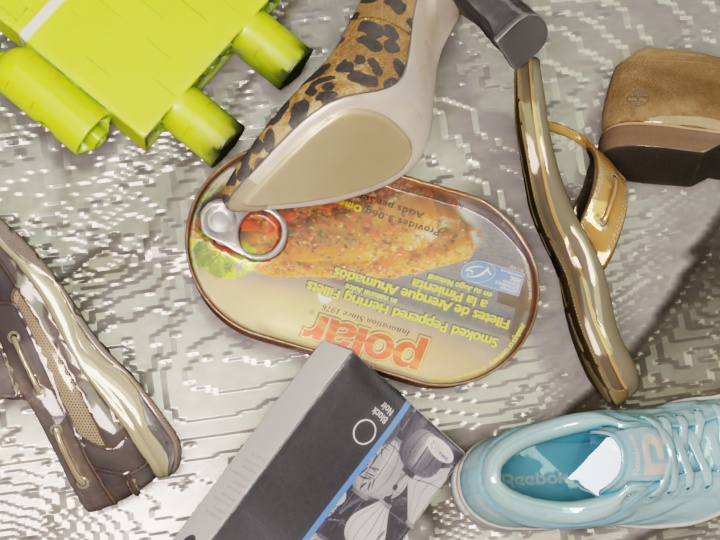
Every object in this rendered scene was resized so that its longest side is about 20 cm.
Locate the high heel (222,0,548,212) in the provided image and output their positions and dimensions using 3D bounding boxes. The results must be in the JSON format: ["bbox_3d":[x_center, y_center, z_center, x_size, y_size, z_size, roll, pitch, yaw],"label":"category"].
[{"bbox_3d":[-0.009,-0.115,0.880,0.200,0.071,0.143,-33,44,-4],"label":"high heel"}]

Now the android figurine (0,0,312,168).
[{"bbox_3d":[-0.131,-0.156,0.894,0.200,0.041,0.182,42,78,1],"label":"android figurine"}]

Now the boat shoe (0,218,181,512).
[{"bbox_3d":[-0.178,0.043,0.834,0.073,0.074,0.200,-39,84,-11],"label":"boat shoe"}]

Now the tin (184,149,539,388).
[{"bbox_3d":[0.000,0.000,0.879,0.200,0.042,0.112,17,74,-2],"label":"tin"}]

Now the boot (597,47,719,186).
[{"bbox_3d":[0.240,-0.085,0.907,0.200,0.074,0.075,9,69,-2],"label":"boot"}]

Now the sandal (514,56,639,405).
[{"bbox_3d":[0.127,-0.025,0.875,0.054,0.080,0.200,-18,88,2],"label":"sandal"}]

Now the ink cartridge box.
[{"bbox_3d":[-0.039,0.145,0.828,0.099,0.039,0.200,43,78,-28],"label":"ink cartridge box"}]

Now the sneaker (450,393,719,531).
[{"bbox_3d":[0.153,0.108,0.852,0.200,0.082,0.074,-11,82,-8],"label":"sneaker"}]
